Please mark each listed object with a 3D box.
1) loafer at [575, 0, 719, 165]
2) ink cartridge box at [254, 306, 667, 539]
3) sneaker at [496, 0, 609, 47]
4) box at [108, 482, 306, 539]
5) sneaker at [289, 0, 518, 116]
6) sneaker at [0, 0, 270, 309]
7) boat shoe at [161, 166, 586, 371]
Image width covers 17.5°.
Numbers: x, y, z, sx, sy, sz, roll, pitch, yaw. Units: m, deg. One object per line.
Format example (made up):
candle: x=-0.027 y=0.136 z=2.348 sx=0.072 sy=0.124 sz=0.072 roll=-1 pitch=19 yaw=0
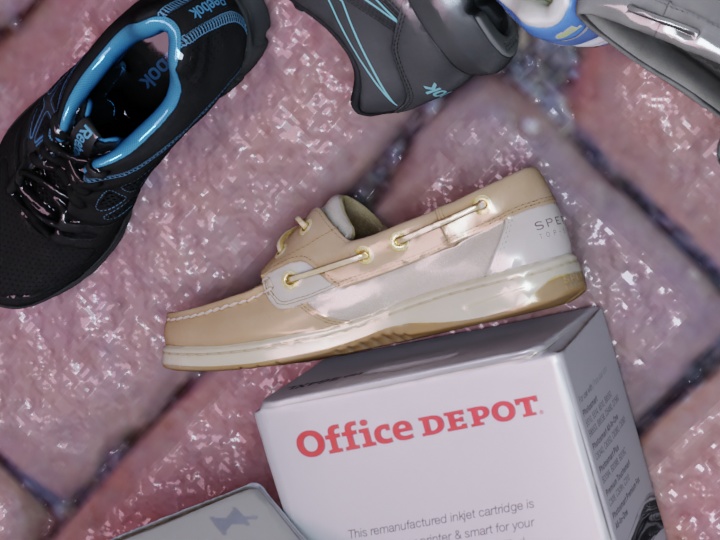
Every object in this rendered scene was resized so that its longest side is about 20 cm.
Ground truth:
loafer: x=0.170 y=-0.061 z=0.929 sx=0.200 sy=0.070 sz=0.070 roll=40 pitch=74 yaw=-4
ink cartridge box: x=0.057 y=0.129 z=1.028 sx=0.146 sy=0.084 sz=0.200 roll=-12 pitch=99 yaw=23
sneaker: x=0.052 y=-0.180 z=0.953 sx=0.076 sy=0.077 sz=0.200 roll=-34 pitch=89 yaw=26
box: x=-0.060 y=0.217 z=1.022 sx=0.128 sy=0.109 sz=0.200 roll=46 pitch=147 yaw=42
sneaker: x=-0.015 y=-0.156 z=0.986 sx=0.079 sy=0.075 sz=0.200 roll=-30 pitch=92 yaw=26
sneaker: x=-0.126 y=-0.057 z=1.048 sx=0.073 sy=0.082 sz=0.200 roll=41 pitch=115 yaw=4
boat shoe: x=0.000 y=0.000 z=1.029 sx=0.200 sy=0.074 sz=0.069 roll=-13 pitch=87 yaw=21
